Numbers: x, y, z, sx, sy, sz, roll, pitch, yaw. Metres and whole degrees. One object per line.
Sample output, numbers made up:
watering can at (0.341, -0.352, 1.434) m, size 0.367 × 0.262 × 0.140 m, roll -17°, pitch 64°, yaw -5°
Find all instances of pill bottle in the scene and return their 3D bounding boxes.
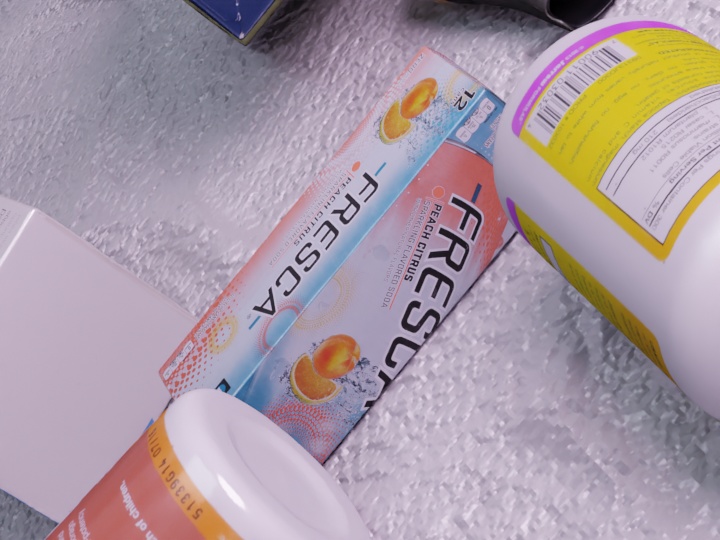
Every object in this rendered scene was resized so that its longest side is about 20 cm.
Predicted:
pill bottle at (0.131, -0.012, 0.633) m, size 0.104 × 0.104 × 0.200 m, roll -49°, pitch 34°, yaw 6°
pill bottle at (-0.097, 0.154, 0.752) m, size 0.200 × 0.112 × 0.112 m, roll -46°, pitch 34°, yaw 10°

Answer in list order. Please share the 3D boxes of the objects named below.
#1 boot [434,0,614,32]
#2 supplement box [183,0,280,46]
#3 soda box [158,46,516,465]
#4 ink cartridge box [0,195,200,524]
boot at (0.111, -0.209, 0.880) m, size 0.138 × 0.077 × 0.201 m, roll 32°, pitch 98°, yaw 52°
supplement box at (-0.053, -0.240, 0.975) m, size 0.200 × 0.134 × 0.200 m, roll -51°, pitch 6°, yaw 3°
soda box at (0.000, 0.000, 0.820) m, size 0.200 × 0.064 × 0.068 m, roll -51°, pitch 33°, yaw 5°
ink cartridge box at (-0.202, 0.036, 0.978) m, size 0.200 × 0.125 × 0.129 m, roll 17°, pitch 73°, yaw 55°
